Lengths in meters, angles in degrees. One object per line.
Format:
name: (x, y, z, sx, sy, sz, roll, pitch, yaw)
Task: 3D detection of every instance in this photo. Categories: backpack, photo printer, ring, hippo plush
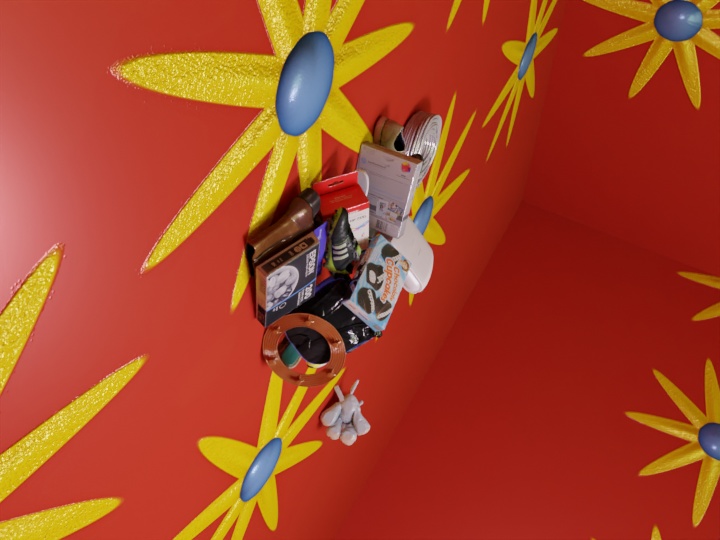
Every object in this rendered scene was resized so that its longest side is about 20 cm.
backpack: (-0.077, 0.121, 1.525, 0.199, 0.184, 0.147, -32, -171, 3)
photo printer: (0.131, -0.047, 1.745, 0.200, 0.069, 0.167, 52, 38, -25)
ring: (-0.133, 0.191, 1.464, 0.019, 0.198, 0.202, -73, 179, -65)
hippo plush: (-0.059, 0.494, 2.158, 0.161, 0.158, 0.202, 104, -29, -80)

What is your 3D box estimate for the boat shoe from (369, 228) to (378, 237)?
boat shoe: (0.019, -0.122, 1.711, 0.200, 0.073, 0.067, -53, -175, -35)

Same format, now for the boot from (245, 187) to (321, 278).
boot: (-0.155, -0.050, 1.323, 0.200, 0.068, 0.189, -49, 164, -29)

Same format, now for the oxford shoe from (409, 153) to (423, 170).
oxford shoe: (0.081, -0.231, 1.623, 0.200, 0.073, 0.084, -43, 147, 22)

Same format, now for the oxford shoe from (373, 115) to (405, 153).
oxford shoe: (0.077, -0.302, 1.617, 0.071, 0.073, 0.201, -56, 159, -27)

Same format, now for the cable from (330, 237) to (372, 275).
cable: (0.000, 0.000, 1.653, 0.200, 0.162, 0.051, -52, -151, 38)

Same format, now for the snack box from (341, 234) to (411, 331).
snack box: (0.041, 0.028, 1.471, 0.037, 0.116, 0.201, -20, -144, 48)

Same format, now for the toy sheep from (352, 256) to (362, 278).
toy sheep: (0.045, -0.024, 1.790, 0.139, 0.137, 0.201, 91, 18, -49)

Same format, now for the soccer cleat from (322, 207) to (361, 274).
soccer cleat: (-0.035, -0.065, 1.392, 0.201, 0.080, 0.068, 102, 0, -53)

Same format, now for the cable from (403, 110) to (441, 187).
cable: (0.168, -0.357, 1.803, 0.201, 0.069, 0.201, -55, 157, -30)

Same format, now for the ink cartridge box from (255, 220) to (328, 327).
ink cartridge box: (-0.139, 0.011, 1.357, 0.199, 0.043, 0.199, -37, 157, -29)

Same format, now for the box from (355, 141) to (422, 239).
box: (0.056, -0.200, 1.560, 0.041, 0.155, 0.202, -40, 148, -55)

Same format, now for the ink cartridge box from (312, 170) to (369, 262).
ink cartridge box: (-0.044, -0.122, 1.444, 0.115, 0.068, 0.201, -19, 143, -14)

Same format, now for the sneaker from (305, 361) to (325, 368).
sneaker: (-0.102, 0.171, 1.720, 0.201, 0.078, 0.090, -65, 154, -21)

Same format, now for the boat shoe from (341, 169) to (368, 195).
boat shoe: (-0.017, -0.163, 1.550, 0.066, 0.069, 0.202, -49, 156, -57)

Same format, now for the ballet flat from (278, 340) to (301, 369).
ballet flat: (-0.153, 0.177, 1.617, 0.200, 0.070, 0.065, -48, -178, -35)
